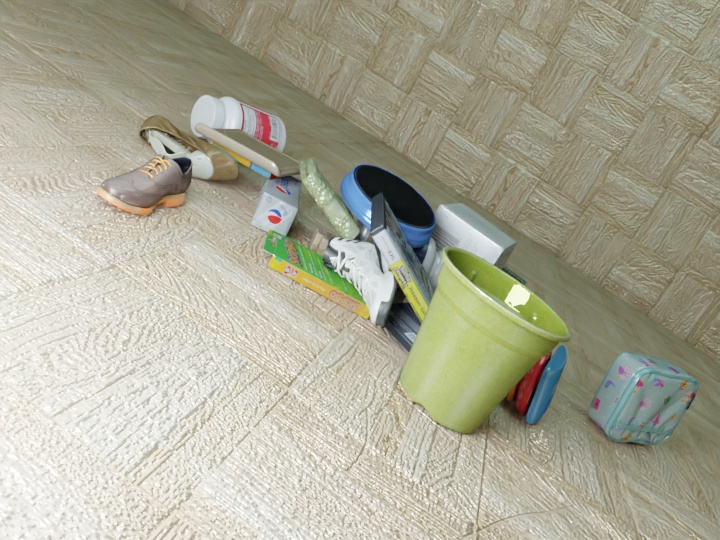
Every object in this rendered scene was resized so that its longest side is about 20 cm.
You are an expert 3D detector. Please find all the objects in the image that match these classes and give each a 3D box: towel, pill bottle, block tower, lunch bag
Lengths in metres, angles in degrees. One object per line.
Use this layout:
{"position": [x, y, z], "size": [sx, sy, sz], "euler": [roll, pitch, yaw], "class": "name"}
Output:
{"position": [-0.056, -0.128, 1.150], "size": [0.150, 0.036, 0.201], "euler": [54, 5, -16], "class": "towel"}
{"position": [0.078, -0.034, 1.252], "size": [0.196, 0.113, 0.112], "euler": [28, 17, -13], "class": "pill bottle"}
{"position": [-0.264, -0.306, 1.408], "size": [0.197, 0.114, 0.112], "euler": [10, 26, -50], "class": "pill bottle"}
{"position": [0.000, 0.000, 1.124], "size": [0.196, 0.059, 0.054], "euler": [26, 17, -14], "class": "block tower"}
{"position": [0.525, 0.244, 1.203], "size": [0.195, 0.164, 0.077], "euler": [14, 17, -29], "class": "lunch bag"}

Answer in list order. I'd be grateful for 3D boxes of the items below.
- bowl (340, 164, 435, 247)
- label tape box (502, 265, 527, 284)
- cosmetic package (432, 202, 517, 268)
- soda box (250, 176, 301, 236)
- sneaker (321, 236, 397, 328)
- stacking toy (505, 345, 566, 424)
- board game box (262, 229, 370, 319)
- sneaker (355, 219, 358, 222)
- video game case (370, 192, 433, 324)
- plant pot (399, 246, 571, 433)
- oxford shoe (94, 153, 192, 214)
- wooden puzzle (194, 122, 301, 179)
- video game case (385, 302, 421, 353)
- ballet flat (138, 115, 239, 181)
{"position": [0.056, -0.125, 1.208], "size": [0.196, 0.040, 0.203], "euler": [26, 30, -16], "class": "bowl"}
{"position": [0.337, 0.016, 1.664], "size": [0.142, 0.067, 0.198], "euler": [40, 16, 23], "class": "label tape box"}
{"position": [0.219, -0.031, 1.406], "size": [0.163, 0.168, 0.199], "euler": [35, 18, 15], "class": "cosmetic package"}
{"position": [-0.152, -0.128, 1.190], "size": [0.067, 0.065, 0.201], "euler": [24, 18, -13], "class": "soda box"}
{"position": [-0.008, 0.014, 0.999], "size": [0.112, 0.078, 0.202], "euler": [12, 27, -9], "class": "sneaker"}
{"position": [0.224, 0.149, 1.059], "size": [0.196, 0.113, 0.115], "euler": [25, 27, 23], "class": "stacking toy"}
{"position": [-0.068, 0.003, 1.037], "size": [0.197, 0.030, 0.096], "euler": [31, 19, -13], "class": "board game box"}
{"position": [0.030, -0.074, 1.380], "size": [0.079, 0.078, 0.198], "euler": [28, 7, 33], "class": "sneaker"}
{"position": [0.070, -0.018, 1.035], "size": [0.184, 0.025, 0.201], "euler": [59, 12, -16], "class": "video game case"}
{"position": [0.150, 0.103, 0.873], "size": [0.196, 0.188, 0.201], "euler": [27, 17, -9], "class": "plant pot"}
{"position": [-0.301, -0.131, 0.918], "size": [0.070, 0.074, 0.200], "euler": [32, 17, 3], "class": "oxford shoe"}
{"position": [-0.196, -0.218, 1.221], "size": [0.181, 0.038, 0.200], "euler": [29, 13, 10], "class": "wooden puzzle"}
{"position": [0.132, 0.086, 1.038], "size": [0.194, 0.020, 0.143], "euler": [0, 23, -27], "class": "video game case"}
{"position": [-0.311, -0.208, 1.151], "size": [0.197, 0.069, 0.073], "euler": [33, 37, 5], "class": "ballet flat"}
